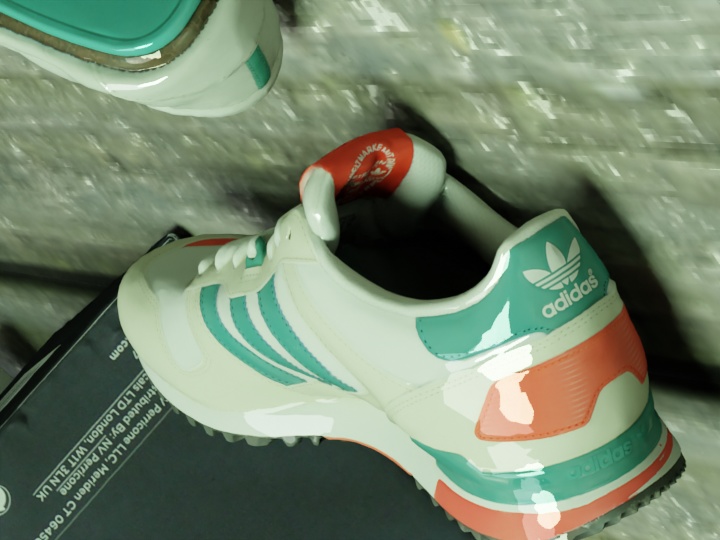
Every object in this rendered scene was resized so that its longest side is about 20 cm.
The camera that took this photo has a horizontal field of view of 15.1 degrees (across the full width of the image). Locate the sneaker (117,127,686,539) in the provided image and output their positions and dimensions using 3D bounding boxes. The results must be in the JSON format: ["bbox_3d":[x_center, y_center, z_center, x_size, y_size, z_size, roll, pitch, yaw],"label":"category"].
[{"bbox_3d":[0.000,0.000,0.706,0.199,0.070,0.094,20,134,50],"label":"sneaker"}]

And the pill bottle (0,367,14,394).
[{"bbox_3d":[-0.107,0.128,1.079,0.200,0.111,0.111,43,160,-5],"label":"pill bottle"}]

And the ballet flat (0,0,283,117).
[{"bbox_3d":[-0.099,-0.087,0.704,0.200,0.069,0.070,29,157,30],"label":"ballet flat"}]

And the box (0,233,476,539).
[{"bbox_3d":[-0.052,0.113,0.933,0.198,0.123,0.200,42,161,-5],"label":"box"}]
